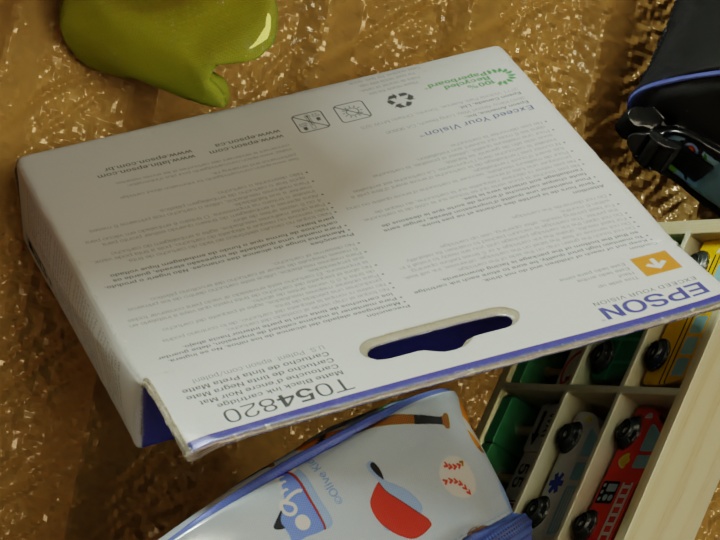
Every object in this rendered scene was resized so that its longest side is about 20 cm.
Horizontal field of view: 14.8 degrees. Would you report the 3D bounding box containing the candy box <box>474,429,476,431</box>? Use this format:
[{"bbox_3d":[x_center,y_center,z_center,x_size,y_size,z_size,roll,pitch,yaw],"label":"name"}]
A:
[{"bbox_3d":[0.037,0.172,1.055,0.115,0.055,0.201,42,66,-17],"label":"candy box"}]

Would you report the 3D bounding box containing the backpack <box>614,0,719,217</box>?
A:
[{"bbox_3d":[0.231,-0.054,1.132,0.200,0.182,0.135,46,52,-33],"label":"backpack"}]

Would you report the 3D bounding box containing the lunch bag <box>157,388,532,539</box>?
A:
[{"bbox_3d":[-0.043,0.116,0.941,0.160,0.200,0.076,-30,84,-30],"label":"lunch bag"}]

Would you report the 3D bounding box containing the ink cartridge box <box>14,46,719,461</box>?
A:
[{"bbox_3d":[0.000,0.000,0.962,0.198,0.200,0.041,-14,124,-16],"label":"ink cartridge box"}]

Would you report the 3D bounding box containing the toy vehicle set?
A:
[{"bbox_3d":[0.076,0.076,0.979,0.026,0.124,0.201,32,73,-24],"label":"toy vehicle set"}]

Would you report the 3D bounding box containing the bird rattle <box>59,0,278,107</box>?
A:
[{"bbox_3d":[-0.107,-0.141,0.965,0.199,0.163,0.113,15,58,-37],"label":"bird rattle"}]
